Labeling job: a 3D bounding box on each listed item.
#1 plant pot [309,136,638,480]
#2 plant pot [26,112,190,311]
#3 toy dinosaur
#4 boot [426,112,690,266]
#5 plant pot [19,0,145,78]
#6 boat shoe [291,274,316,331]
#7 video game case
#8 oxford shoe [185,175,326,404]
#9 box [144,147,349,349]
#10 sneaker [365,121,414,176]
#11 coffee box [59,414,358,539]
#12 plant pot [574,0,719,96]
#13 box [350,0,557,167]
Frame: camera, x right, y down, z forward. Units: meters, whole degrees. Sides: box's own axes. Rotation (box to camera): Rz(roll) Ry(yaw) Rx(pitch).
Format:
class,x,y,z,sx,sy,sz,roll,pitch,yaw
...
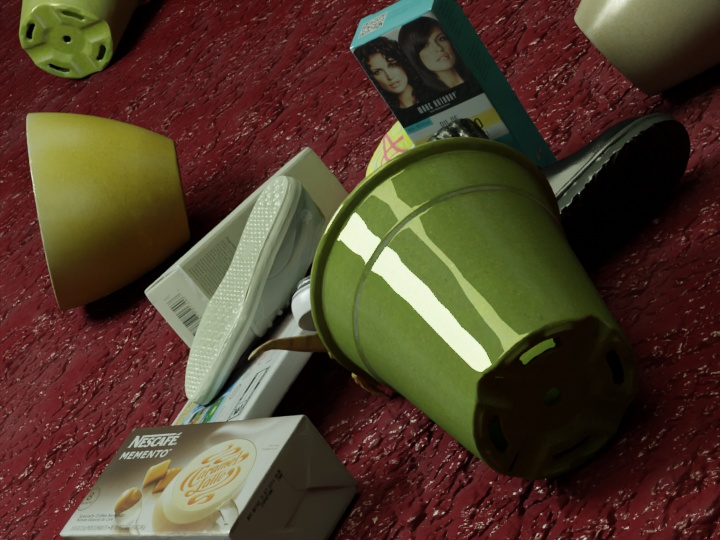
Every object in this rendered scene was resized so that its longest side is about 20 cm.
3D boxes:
class,x,y,z,sx,sy,sz,roll,pitch,yaw
plant pot,0.090,0.041,1.269,0.199,0.200,0.190,-37,37,-1
plant pot,-0.248,-0.070,1.892,0.141,0.202,0.200,-10,26,-5
toy dinosaur,-0.002,0.050,1.403,0.198,0.061,0.106,-8,-25,-17
boot,0.134,-0.073,1.447,0.211,0.080,0.158,-39,44,-3
plant pot,-0.388,-0.372,2.579,0.199,0.200,0.185,-23,39,27
boat shoe,0.000,0.000,1.445,0.070,0.067,0.199,-29,-10,29
video game case,-0.089,0.084,1.531,0.182,0.024,0.201,-32,20,52
oxford shoe,-0.083,0.021,1.532,0.075,0.058,0.201,10,73,60
box,-0.091,-0.017,1.643,0.200,0.082,0.068,-43,6,-40
sneaker,0.045,-0.075,1.638,0.090,0.078,0.200,-36,18,20
coffee box,-0.114,0.178,1.387,0.199,0.080,0.115,-8,37,45
plant pot,0.275,-0.246,1.528,0.200,0.187,0.188,-45,23,16
box,0.080,-0.129,1.520,0.082,0.201,0.049,-22,28,28
